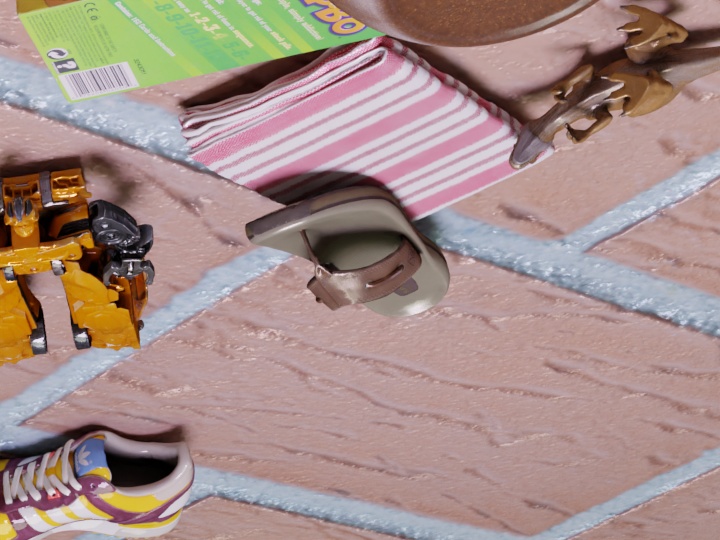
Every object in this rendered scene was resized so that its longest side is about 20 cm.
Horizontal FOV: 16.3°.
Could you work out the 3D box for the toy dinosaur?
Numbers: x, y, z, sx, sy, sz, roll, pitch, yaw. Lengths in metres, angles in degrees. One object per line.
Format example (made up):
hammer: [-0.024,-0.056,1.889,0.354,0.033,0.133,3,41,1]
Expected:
toy dinosaur: [0.172,-0.114,1.434,0.199,0.061,0.106,-16,170,9]

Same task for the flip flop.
flip flop: [0.000,0.000,1.536,0.081,0.058,0.200,-18,155,18]

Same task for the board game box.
board game box: [-0.072,-0.139,1.324,0.199,0.030,0.096,-9,153,7]

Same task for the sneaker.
sneaker: [-0.220,0.153,1.829,0.199,0.075,0.090,-6,146,-19]

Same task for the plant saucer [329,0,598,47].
plant saucer: [0.073,-0.169,1.267,0.200,0.037,0.201,-13,152,-7]

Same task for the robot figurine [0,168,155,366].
robot figurine: [-0.194,-0.001,1.531,0.145,0.058,0.200,-7,154,-2]

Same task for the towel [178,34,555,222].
towel: [0.007,-0.078,1.474,0.146,0.030,0.200,-23,153,28]
